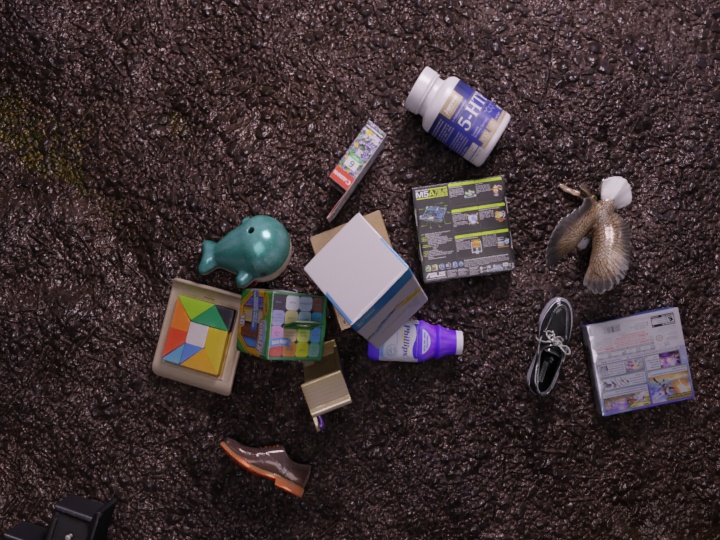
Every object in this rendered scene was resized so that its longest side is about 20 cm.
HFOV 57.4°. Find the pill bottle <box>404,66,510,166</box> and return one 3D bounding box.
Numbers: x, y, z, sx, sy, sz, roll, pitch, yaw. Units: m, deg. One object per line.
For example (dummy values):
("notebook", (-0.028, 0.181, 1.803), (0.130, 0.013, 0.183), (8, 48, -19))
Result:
("pill bottle", (0.191, -0.314, 1.323), (0.197, 0.120, 0.122), (33, 89, 1))

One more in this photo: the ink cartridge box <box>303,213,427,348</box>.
("ink cartridge box", (0.016, 0.026, 1.232), (0.146, 0.200, 0.147), (-43, 65, -1))

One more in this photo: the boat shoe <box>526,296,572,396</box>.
("boat shoe", (0.388, 0.154, 1.337), (0.072, 0.068, 0.205), (22, 88, 0))

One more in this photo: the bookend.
("bookend", (-0.618, 0.537, 1.311), (0.193, 0.092, 0.206), (18, 88, 0))

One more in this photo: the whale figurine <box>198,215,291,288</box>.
("whale figurine", (-0.237, -0.046, 1.312), (0.193, 0.105, 0.164), (-5, 59, 9))

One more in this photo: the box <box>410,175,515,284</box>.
("box", (0.209, -0.083, 1.355), (0.193, 0.048, 0.200), (-8, 86, 0))

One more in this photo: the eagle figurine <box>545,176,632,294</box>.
("eagle figurine", (0.459, -0.075, 1.306), (0.148, 0.203, 0.153), (-2, 132, 31))

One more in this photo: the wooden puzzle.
("wooden puzzle", (-0.325, 0.134, 1.335), (0.179, 0.037, 0.207), (13, 90, 12))

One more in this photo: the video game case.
("video game case", (0.566, 0.185, 1.348), (0.193, 0.045, 0.188), (-10, 87, 0))

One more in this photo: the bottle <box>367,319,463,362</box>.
("bottle", (0.110, 0.143, 1.337), (0.193, 0.065, 0.087), (3, 88, 0))

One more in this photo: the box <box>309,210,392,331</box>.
("box", (0.000, 0.000, 1.362), (0.159, 0.021, 0.206), (-20, 88, -1))

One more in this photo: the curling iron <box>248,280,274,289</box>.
("curling iron", (-0.253, 0.089, 1.357), (0.199, 0.026, 0.050), (-44, 87, -1))

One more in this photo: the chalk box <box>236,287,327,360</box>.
("chalk box", (-0.142, 0.104, 1.256), (0.122, 0.198, 0.129), (6, 89, -31))

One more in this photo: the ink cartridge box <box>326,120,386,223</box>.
("ink cartridge box", (-0.024, -0.195, 1.324), (0.050, 0.109, 0.202), (35, 89, 1))

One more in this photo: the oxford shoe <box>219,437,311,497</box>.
("oxford shoe", (-0.192, 0.383, 1.338), (0.196, 0.071, 0.074), (30, 69, -4))

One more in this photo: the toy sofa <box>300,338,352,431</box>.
("toy sofa", (-0.065, 0.216, 1.267), (0.080, 0.200, 0.100), (-19, 103, -2))
